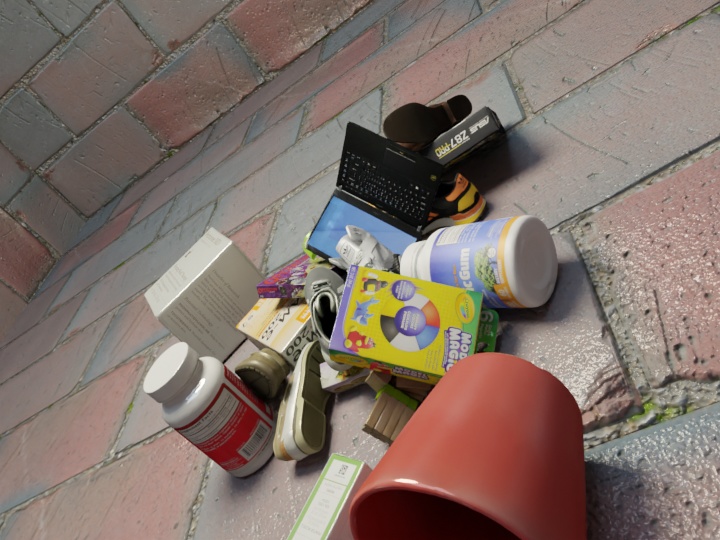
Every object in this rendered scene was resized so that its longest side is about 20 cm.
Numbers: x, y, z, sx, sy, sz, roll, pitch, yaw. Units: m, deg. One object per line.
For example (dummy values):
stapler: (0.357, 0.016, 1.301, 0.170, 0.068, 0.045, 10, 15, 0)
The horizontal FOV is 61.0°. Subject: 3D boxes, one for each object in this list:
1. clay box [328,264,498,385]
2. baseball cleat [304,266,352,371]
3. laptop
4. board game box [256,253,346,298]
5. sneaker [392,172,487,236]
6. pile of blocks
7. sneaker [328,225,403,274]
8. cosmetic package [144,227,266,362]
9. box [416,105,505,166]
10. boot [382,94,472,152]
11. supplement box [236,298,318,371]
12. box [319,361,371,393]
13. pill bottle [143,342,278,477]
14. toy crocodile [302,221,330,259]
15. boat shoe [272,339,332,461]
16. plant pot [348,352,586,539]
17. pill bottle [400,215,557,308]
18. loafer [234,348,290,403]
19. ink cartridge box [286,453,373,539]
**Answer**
clay box: (0.069, 0.071, 0.745, 0.195, 0.048, 0.117, 11, 64, 7)
baseball cleat: (-0.044, 0.043, 0.874, 0.068, 0.108, 0.202, -20, 44, -5)
laptop: (0.016, -0.100, 0.983, 0.175, 0.203, 0.104, 27, 44, 13)
board game box: (-0.077, -0.002, 1.074, 0.118, 0.033, 0.200, -8, 18, 33)
sneaker: (0.113, -0.115, 1.033, 0.197, 0.090, 0.071, -10, 41, 44)
pile of blocks: (0.044, 0.128, 0.791, 0.062, 0.080, 0.205, 121, 156, -64)
sneaker: (0.000, 0.000, 0.894, 0.076, 0.114, 0.200, -59, -10, 22)
cosmetic package: (-0.298, 0.052, 1.236, 0.200, 0.167, 0.167, -46, 29, -11)
box: (0.168, -0.217, 1.060, 0.159, 0.050, 0.200, -29, 2, 19)
boot: (0.079, -0.226, 1.070, 0.183, 0.066, 0.199, -19, -3, -26)
supplement box: (-0.119, 0.092, 1.056, 0.127, 0.074, 0.198, -51, 30, -17)
box: (0.030, 0.123, 0.855, 0.197, 0.041, 0.039, -25, 59, 27)
pill bottle: (-0.215, 0.201, 0.894, 0.111, 0.201, 0.113, -29, 30, 19)
toy crocodile: (-0.029, -0.072, 1.115, 0.199, 0.067, 0.063, -34, -26, -52)
boat shoe: (-0.085, 0.183, 0.890, 0.068, 0.075, 0.202, -30, 26, 25)
plant pot: (0.111, 0.185, 0.540, 0.198, 0.202, 0.178, -15, 27, 39)
pill bottle: (0.150, -0.005, 0.816, 0.198, 0.112, 0.113, -7, 43, 47)
loafer: (-0.147, 0.153, 0.937, 0.068, 0.075, 0.200, -54, 2, -22)
ink cartridge box: (-0.029, 0.306, 0.622, 0.059, 0.104, 0.202, -5, 45, 47)
